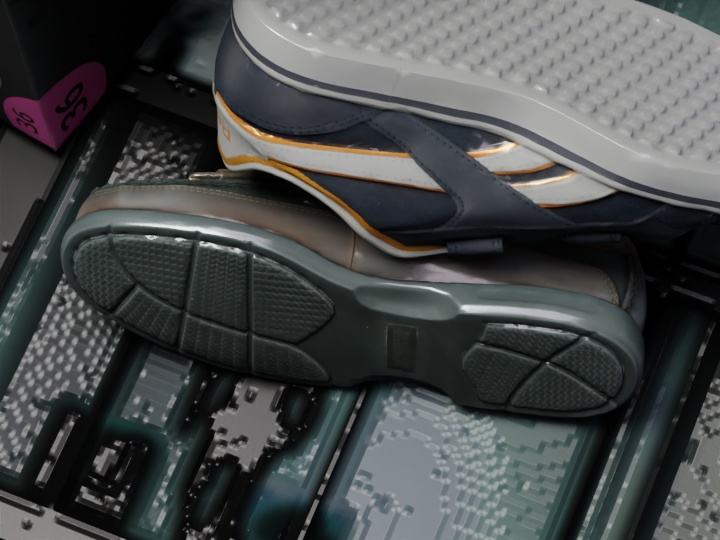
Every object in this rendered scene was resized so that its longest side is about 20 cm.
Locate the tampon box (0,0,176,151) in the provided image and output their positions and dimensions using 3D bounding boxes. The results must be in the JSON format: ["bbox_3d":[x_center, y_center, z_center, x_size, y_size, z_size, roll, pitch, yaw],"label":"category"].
[{"bbox_3d":[-0.108,-0.176,0.945,0.126,0.150,0.200,30,71,16],"label":"tampon box"}]

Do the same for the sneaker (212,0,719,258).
[{"bbox_3d":[0.049,-0.046,0.879,0.199,0.080,0.079,15,44,-8],"label":"sneaker"}]

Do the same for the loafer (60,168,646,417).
[{"bbox_3d":[0.000,0.000,0.920,0.199,0.072,0.063,13,49,0],"label":"loafer"}]
